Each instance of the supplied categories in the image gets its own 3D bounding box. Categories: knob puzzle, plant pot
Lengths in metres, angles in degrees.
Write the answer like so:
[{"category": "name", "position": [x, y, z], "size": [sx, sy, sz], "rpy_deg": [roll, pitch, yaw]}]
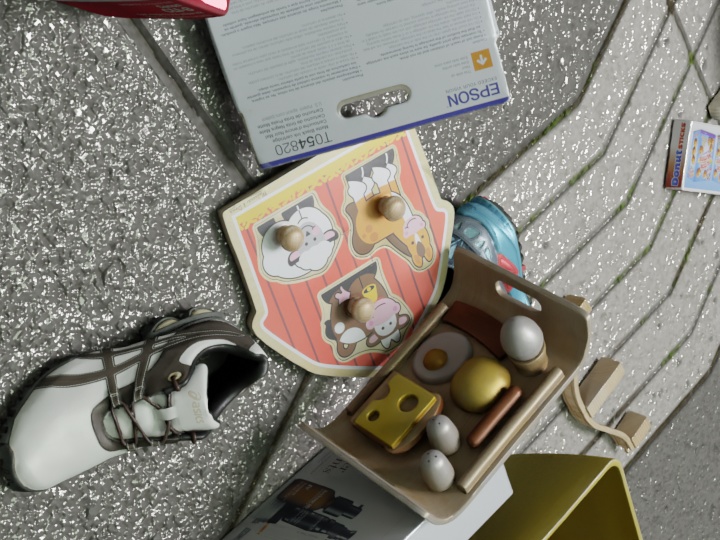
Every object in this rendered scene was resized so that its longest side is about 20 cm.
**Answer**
[{"category": "knob puzzle", "position": [0.000, 0.000, 1.051], "size": [0.217, 0.030, 0.223], "rpy_deg": [-10, 109, -30]}, {"category": "plant pot", "position": [0.116, 0.273, 1.144], "size": [0.200, 0.175, 0.202], "rpy_deg": [-40, 124, -31]}]

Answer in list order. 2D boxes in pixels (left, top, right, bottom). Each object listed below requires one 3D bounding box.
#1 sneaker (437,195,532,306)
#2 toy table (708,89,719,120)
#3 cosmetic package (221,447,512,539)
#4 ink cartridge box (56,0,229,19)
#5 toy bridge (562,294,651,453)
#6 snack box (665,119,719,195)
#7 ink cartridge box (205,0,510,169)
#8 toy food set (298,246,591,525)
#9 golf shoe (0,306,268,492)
[{"category": "sneaker", "position": [0.098, 0.042, 1.166], "size": [0.095, 0.079, 0.202], "rpy_deg": [-26, 110, -22]}, {"category": "toy table", "position": [0.460, -0.217, 1.416], "size": [0.183, 0.116, 0.202], "rpy_deg": [-38, 122, -31]}, {"category": "cosmetic package", "position": [-0.002, 0.197, 1.034], "size": [0.200, 0.150, 0.052], "rpy_deg": [-39, 123, -32]}, {"category": "ink cartridge box", "position": [-0.181, -0.243, 0.779], "size": [0.199, 0.144, 0.147], "rpy_deg": [10, 92, -43]}, {"category": "toy bridge", "position": [0.232, 0.117, 1.327], "size": [0.067, 0.027, 0.201], "rpy_deg": [-49, 128, -22]}, {"category": "snack box", "position": [0.395, -0.116, 1.437], "size": [0.199, 0.024, 0.073], "rpy_deg": [2, 98, -44]}, {"category": "ink cartridge box", "position": [-0.011, -0.190, 0.940], "size": [0.041, 0.197, 0.202], "rpy_deg": [-88, 162, -64]}, {"category": "toy food set", "position": [0.063, 0.081, 1.021], "size": [0.200, 0.143, 0.061], "rpy_deg": [-46, 138, -18]}, {"category": "golf shoe", "position": [-0.150, 0.088, 0.912], "size": [0.199, 0.094, 0.079], "rpy_deg": [-35, 121, -32]}]
